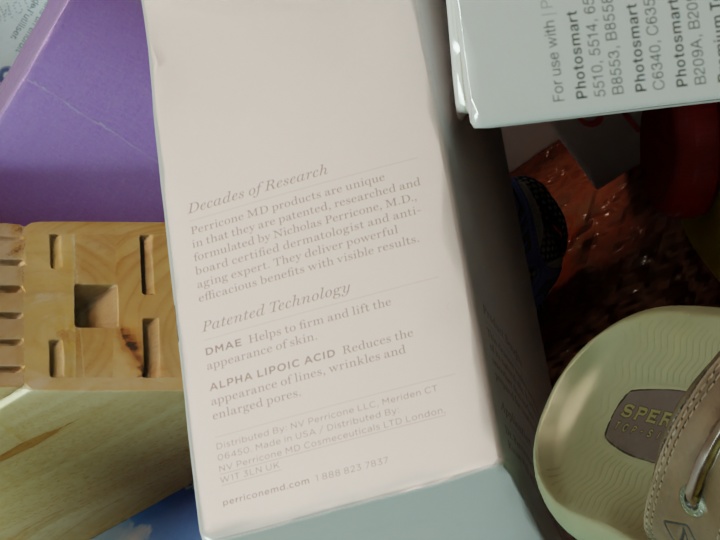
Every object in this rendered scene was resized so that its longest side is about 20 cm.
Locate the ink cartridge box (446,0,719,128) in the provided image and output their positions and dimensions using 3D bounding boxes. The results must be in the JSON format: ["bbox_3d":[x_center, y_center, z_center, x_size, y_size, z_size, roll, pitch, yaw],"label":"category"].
[{"bbox_3d":[0.121,-0.107,0.787,0.199,0.085,0.146,-6,21,6],"label":"ink cartridge box"}]

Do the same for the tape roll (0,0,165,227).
[{"bbox_3d":[-0.097,-0.059,0.988,0.200,0.066,0.200,-51,18,23],"label":"tape roll"}]

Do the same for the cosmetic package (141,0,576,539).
[{"bbox_3d":[0.000,0.000,0.798,0.081,0.113,0.200,-16,55,9],"label":"cosmetic package"}]

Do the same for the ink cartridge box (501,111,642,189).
[{"bbox_3d":[0.089,-0.108,0.910,0.200,0.117,0.067,-33,17,20],"label":"ink cartridge box"}]

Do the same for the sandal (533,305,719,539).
[{"bbox_3d":[0.084,0.032,0.608,0.080,0.057,0.201,-58,23,-17],"label":"sandal"}]

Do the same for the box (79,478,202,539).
[{"bbox_3d":[-0.075,0.125,0.877,0.122,0.048,0.200,-7,43,49],"label":"box"}]

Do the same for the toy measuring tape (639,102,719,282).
[{"bbox_3d":[0.120,-0.023,0.792,0.074,0.074,0.200,-40,24,6],"label":"toy measuring tape"}]

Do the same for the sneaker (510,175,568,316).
[{"bbox_3d":[-0.006,0.002,0.955,0.200,0.075,0.078,10,49,49],"label":"sneaker"}]

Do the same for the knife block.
[{"bbox_3d":[-0.122,0.062,0.918,0.199,0.176,0.064,0,52,-7],"label":"knife block"}]
